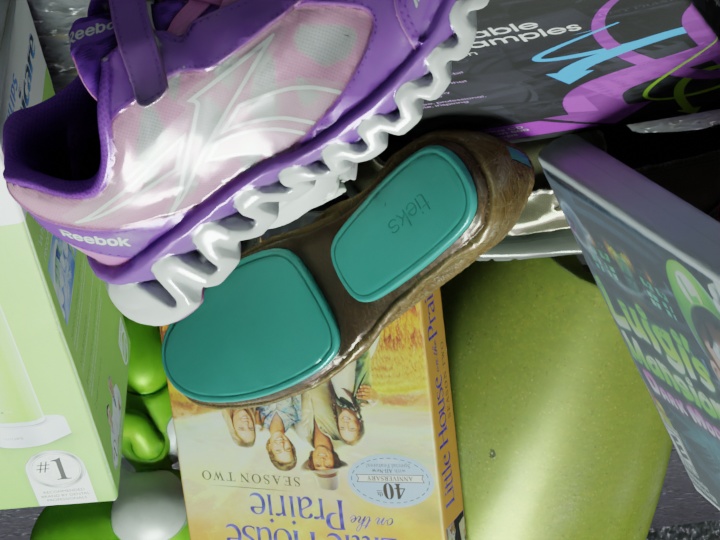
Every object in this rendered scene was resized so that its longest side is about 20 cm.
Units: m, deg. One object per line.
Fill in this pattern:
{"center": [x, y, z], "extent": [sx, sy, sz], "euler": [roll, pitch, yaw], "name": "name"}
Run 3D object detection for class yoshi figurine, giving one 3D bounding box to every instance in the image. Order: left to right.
{"center": [-0.141, 0.098, 1.224], "extent": [0.111, 0.202, 0.112], "euler": [-14, 165, 42], "name": "yoshi figurine"}

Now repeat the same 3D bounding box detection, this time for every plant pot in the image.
{"center": [0.088, 0.057, 1.133], "extent": [0.185, 0.188, 0.201], "euler": [2, 130, -26], "name": "plant pot"}

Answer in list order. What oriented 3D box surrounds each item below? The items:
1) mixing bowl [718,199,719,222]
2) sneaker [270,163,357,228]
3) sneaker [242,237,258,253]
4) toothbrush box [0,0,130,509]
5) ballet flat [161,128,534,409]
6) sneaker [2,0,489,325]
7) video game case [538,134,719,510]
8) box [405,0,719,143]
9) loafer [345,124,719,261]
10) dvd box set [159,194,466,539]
{"center": [0.212, -0.031, 0.854], "extent": [0.108, 0.201, 0.200], "euler": [43, 150, -15], "name": "mixing bowl"}
{"center": [-0.036, -0.055, 0.853], "extent": [0.099, 0.076, 0.200], "euler": [-6, -176, -21], "name": "sneaker"}
{"center": [-0.140, -0.013, 0.975], "extent": [0.199, 0.076, 0.079], "euler": [8, 167, -41], "name": "sneaker"}
{"center": [-0.176, 0.000, 0.823], "extent": [0.144, 0.087, 0.201], "euler": [-6, 138, 6], "name": "toothbrush box"}
{"center": [0.000, 0.000, 0.937], "extent": [0.200, 0.068, 0.072], "euler": [-38, 165, 36], "name": "ballet flat"}
{"center": [-0.042, -0.067, 0.695], "extent": [0.088, 0.081, 0.200], "euler": [31, 122, -31], "name": "sneaker"}
{"center": [0.147, 0.048, 0.873], "extent": [0.023, 0.183, 0.200], "euler": [-30, -158, -6], "name": "video game case"}
{"center": [0.061, -0.088, 0.816], "extent": [0.142, 0.036, 0.200], "euler": [-8, 166, 19], "name": "box"}
{"center": [0.092, -0.047, 0.980], "extent": [0.198, 0.070, 0.075], "euler": [4, -155, 7], "name": "loafer"}
{"center": [-0.026, 0.062, 1.077], "extent": [0.145, 0.202, 0.029], "euler": [2, -161, 24], "name": "dvd box set"}
